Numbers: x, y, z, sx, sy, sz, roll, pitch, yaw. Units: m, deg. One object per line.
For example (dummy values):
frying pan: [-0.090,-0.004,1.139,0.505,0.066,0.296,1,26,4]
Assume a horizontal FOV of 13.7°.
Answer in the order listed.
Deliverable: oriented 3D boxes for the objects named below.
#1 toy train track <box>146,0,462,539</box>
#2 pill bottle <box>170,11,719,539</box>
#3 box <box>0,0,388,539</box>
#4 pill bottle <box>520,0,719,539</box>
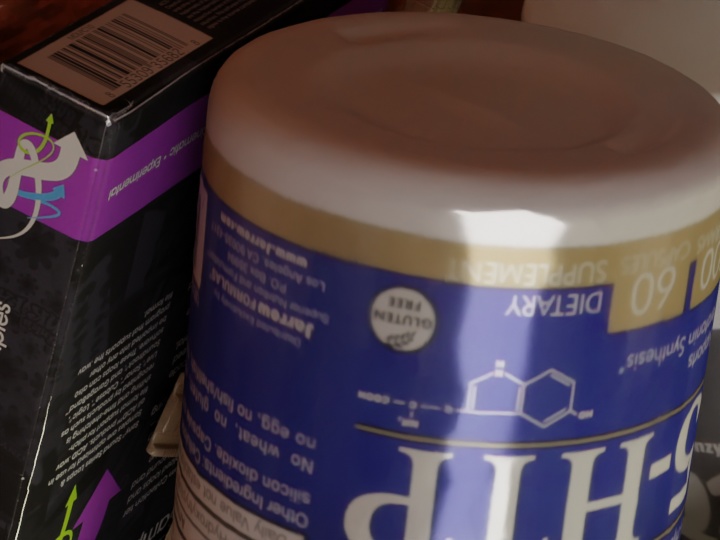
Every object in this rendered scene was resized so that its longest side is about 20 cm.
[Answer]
toy train track: [0.000,0.000,0.780,0.033,0.115,0.200,27,103,15]
pill bottle: [0.016,0.051,0.696,0.120,0.120,0.200,-1,114,-16]
box: [-0.058,0.016,0.750,0.036,0.143,0.200,26,122,17]
pill bottle: [0.105,0.006,0.799,0.113,0.113,0.200,-18,128,-4]
